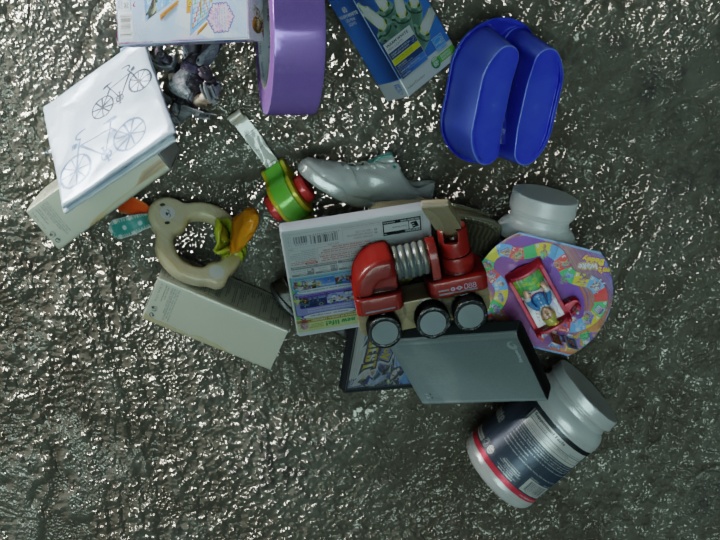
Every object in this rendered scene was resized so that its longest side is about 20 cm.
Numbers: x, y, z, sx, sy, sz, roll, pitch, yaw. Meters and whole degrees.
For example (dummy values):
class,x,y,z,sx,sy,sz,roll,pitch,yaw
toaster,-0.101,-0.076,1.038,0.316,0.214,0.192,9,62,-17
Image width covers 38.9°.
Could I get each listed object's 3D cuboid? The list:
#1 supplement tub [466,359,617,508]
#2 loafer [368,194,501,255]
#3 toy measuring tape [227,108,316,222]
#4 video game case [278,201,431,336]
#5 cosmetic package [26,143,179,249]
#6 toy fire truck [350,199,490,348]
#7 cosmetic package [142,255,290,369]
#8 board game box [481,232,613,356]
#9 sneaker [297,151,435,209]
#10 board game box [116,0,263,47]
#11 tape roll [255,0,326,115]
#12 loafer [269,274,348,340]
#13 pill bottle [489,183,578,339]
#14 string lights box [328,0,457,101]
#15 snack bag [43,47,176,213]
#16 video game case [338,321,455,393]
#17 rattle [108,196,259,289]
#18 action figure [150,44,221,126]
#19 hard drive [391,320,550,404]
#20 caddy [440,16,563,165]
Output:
class,x,y,z,sx,sy,sz,roll,pitch,yaw
supplement tub,0.271,0.246,1.536,0.140,0.141,0.200,41,105,-15
loafer,0.097,-0.067,1.394,0.198,0.069,0.076,5,129,-15
toy measuring tape,-0.120,-0.132,1.420,0.073,0.074,0.201,-31,109,11
video game case,0.000,0.000,1.372,0.198,0.022,0.183,-9,127,-3
cosmetic package,-0.351,-0.125,1.401,0.199,0.105,0.071,-33,110,13
toy fire truck,0.071,-0.013,1.296,0.174,0.129,0.202,-10,116,-1
cosmetic package,-0.204,0.057,1.474,0.198,0.104,0.074,24,110,-9
board game box,0.250,0.040,1.384,0.198,0.039,0.159,13,110,-7
sneaker,0.011,-0.131,1.427,0.198,0.075,0.089,21,106,-20
board game box,-0.216,-0.385,1.272,0.197,0.041,0.202,4,99,24
tape roll,-0.091,-0.298,1.281,0.065,0.200,0.202,-3,112,-12
loafer,-0.039,0.049,1.496,0.199,0.073,0.072,25,106,-21
pill bottle,0.240,-0.013,1.448,0.115,0.117,0.202,9,110,-5
string lights box,0.032,-0.335,1.327,0.103,0.059,0.201,-41,111,-22
snack bag,-0.337,-0.195,1.345,0.188,0.201,0.021,-32,145,12
video game case,0.067,0.080,1.490,0.179,0.025,0.202,-1,112,-27
rattle,-0.249,-0.068,1.398,0.199,0.143,0.131,35,78,-1
action figure,-0.218,-0.283,1.348,0.129,0.069,0.202,28,100,26
hard drive,0.155,0.132,1.443,0.198,0.033,0.140,-7,130,31
caddy,0.184,-0.234,1.368,0.140,0.105,0.202,-1,115,-25
